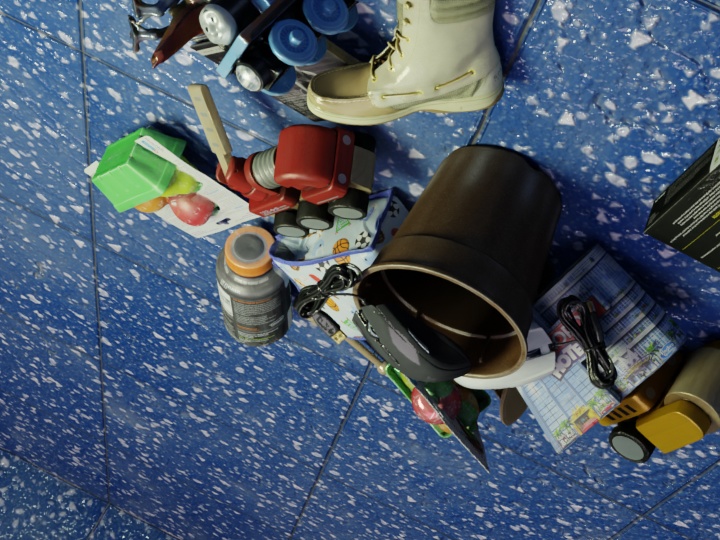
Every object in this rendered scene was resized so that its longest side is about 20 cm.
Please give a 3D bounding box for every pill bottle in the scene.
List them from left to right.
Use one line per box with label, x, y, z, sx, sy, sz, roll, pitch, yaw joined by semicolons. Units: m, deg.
pill bottle;-0.152;0.019;1.653;0.106;0.106;0.200;21;150;11

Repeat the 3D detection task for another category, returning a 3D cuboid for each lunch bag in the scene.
lunch bag;0.000;0.000;1.481;0.200;0.124;0.170;-16;128;39

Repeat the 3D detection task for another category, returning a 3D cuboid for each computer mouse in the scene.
computer mouse;0.015;0.077;1.262;0.200;0.046;0.140;38;148;-18
computer mouse;0.183;0.099;1.314;0.199;0.044;0.110;-16;100;27

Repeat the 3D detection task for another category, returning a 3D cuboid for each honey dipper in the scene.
honey dipper;-0.023;0.100;1.745;0.038;0.038;0.200;-11;135;48

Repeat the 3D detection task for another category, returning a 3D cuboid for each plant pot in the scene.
plant pot;0.120;-0.018;1.274;0.200;0.199;0.200;20;149;12

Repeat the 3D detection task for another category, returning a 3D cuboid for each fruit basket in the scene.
fruit basket;-0.253;-0.114;1.572;0.200;0.094;0.185;27;155;-32
fruit basket;0.110;0.160;1.516;0.185;0.094;0.200;49;-176;-7

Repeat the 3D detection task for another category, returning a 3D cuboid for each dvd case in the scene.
dvd case;-0.062;-0.213;1.235;0.148;0.016;0.200;-2;161;42

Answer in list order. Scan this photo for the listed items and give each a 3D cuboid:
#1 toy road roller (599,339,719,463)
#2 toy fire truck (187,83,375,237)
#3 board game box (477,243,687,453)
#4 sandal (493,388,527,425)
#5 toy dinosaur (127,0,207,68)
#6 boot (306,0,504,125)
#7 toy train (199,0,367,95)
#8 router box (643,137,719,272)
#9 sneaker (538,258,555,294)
toy road roller;0.353;0.136;1.407;0.146;0.123;0.200;43;150;-4
toy fire truck;-0.102;-0.137;1.337;0.200;0.129;0.176;19;160;-35
board game box;0.236;0.075;1.343;0.200;0.062;0.200;45;117;4
sandal;0.200;0.124;1.583;0.070;0.078;0.212;39;152;30
toy dinosaur;-0.136;-0.253;1.132;0.181;0.200;0.105;-11;145;-17
boot;0.037;-0.220;1.115;0.199;0.072;0.155;-5;143;5
toy train;-0.067;-0.251;1.072;0.114;0.200;0.087;42;150;-4
router box;0.392;-0.064;1.124;0.149;0.051;0.200;28;151;-3
sneaker;0.169;0.037;1.456;0.067;0.108;0.201;41;113;-2
